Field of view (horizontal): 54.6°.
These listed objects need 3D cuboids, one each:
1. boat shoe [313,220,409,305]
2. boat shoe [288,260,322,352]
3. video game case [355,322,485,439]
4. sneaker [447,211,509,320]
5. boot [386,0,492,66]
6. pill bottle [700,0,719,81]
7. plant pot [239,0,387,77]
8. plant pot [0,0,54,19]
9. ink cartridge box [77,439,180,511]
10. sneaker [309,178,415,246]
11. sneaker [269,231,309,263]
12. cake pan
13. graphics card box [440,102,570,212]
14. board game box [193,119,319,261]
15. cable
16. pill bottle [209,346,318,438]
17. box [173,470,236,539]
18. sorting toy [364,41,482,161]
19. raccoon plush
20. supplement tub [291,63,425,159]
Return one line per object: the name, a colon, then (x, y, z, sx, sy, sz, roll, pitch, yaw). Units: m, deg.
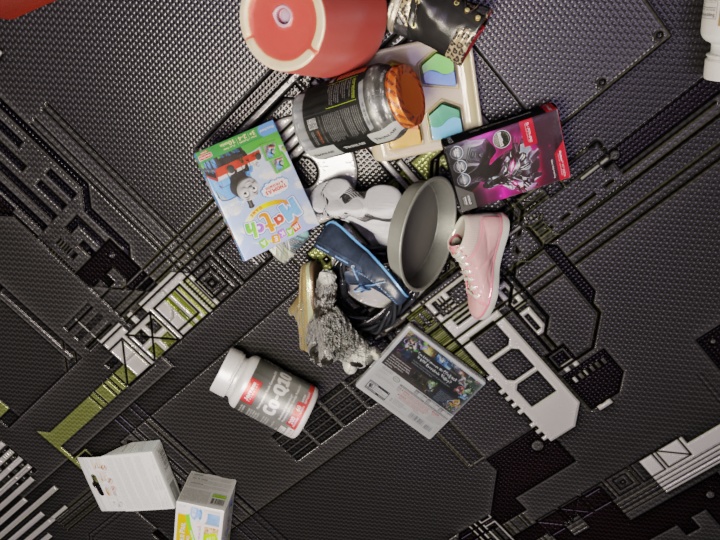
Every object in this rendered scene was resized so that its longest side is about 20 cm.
boat shoe: (0.000, 0.000, 1.212, 0.069, 0.084, 0.200, -47, 62, -1)
boat shoe: (-0.107, 0.076, 1.350, 0.075, 0.072, 0.203, 5, 114, 20)
video game case: (0.120, 0.226, 1.409, 0.199, 0.023, 0.182, 37, 113, -8)
sneaker: (0.197, -0.010, 1.254, 0.103, 0.075, 0.203, 2, 108, -19)
boot: (0.137, -0.433, 1.078, 0.150, 0.073, 0.201, 33, 118, 6)
pill bottle: (0.571, -0.390, 1.036, 0.113, 0.115, 0.202, -1, 114, 7)
plant pot: (-0.079, -0.385, 1.058, 0.198, 0.177, 0.203, 9, 113, 21)
plant pot: (-0.567, -0.516, 1.086, 0.198, 0.177, 0.202, -16, 111, 13)
ink cartridge box: (-0.523, 0.470, 1.585, 0.197, 0.047, 0.162, -7, 113, 16)
sneaker: (0.005, -0.100, 1.246, 0.198, 0.076, 0.115, 9, 154, 34)
sneaker: (-0.172, -0.116, 1.280, 0.086, 0.078, 0.201, -38, 107, 1)
cake pan: (0.106, -0.065, 1.201, 0.036, 0.200, 0.203, 15, 118, 31)
graphics card box: (0.246, -0.191, 1.181, 0.198, 0.051, 0.127, -16, 116, 7)
board game box: (-0.180, -0.140, 1.221, 0.150, 0.037, 0.202, -27, 99, -16)
cable: (0.009, 0.040, 1.304, 0.162, 0.051, 0.200, 35, 129, -14)
pill bottle: (-0.194, 0.243, 1.403, 0.198, 0.114, 0.115, 29, 114, -6)
box: (-0.353, 0.573, 1.573, 0.111, 0.102, 0.202, 11, 114, 2)
sorting toy: (0.100, -0.289, 1.179, 0.197, 0.037, 0.187, -8, 112, 11)
raccoon plush: (-0.018, 0.101, 1.292, 0.132, 0.097, 0.202, -1, 118, -27)
supplement tub: (-0.003, -0.259, 1.128, 0.198, 0.123, 0.124, -8, 114, 34)
